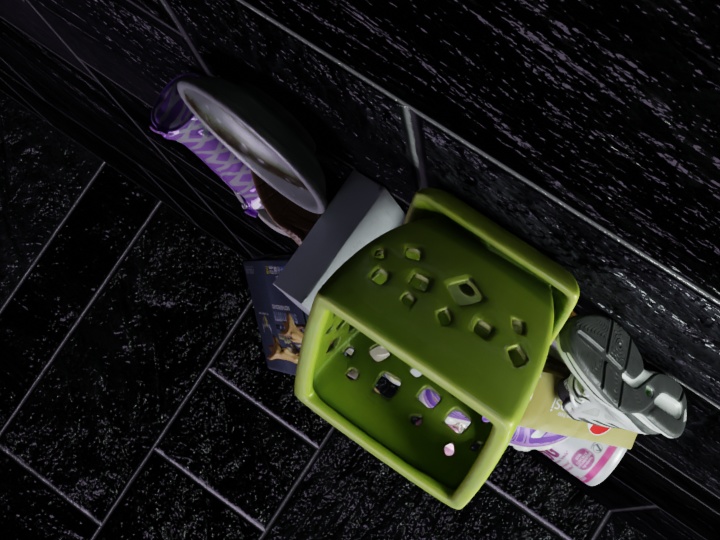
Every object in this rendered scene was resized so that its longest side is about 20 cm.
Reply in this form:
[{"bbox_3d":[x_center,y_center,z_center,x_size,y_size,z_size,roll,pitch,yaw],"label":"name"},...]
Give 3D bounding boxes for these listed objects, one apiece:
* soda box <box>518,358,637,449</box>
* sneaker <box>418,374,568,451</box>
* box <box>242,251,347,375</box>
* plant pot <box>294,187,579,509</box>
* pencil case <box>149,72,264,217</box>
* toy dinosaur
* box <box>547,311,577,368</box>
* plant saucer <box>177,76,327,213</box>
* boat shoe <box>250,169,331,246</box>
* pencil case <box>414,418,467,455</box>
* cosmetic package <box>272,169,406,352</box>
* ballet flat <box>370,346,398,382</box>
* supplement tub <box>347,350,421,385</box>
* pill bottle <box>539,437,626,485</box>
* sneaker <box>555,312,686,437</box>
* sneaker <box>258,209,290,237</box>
[{"bbox_3d":[0.222,0.139,1.252,0.198,0.065,0.068,15,-169,-37],"label":"soda box"},{"bbox_3d":[0.163,0.155,1.308,0.197,0.082,0.083,13,164,-15],"label":"sneaker"},{"bbox_3d":[-0.089,0.057,1.540,0.199,0.050,0.160,3,107,66],"label":"box"},{"bbox_3d":[0.073,0.060,1.035,0.199,0.182,0.200,33,149,10],"label":"plant pot"},{"bbox_3d":[-0.159,-0.145,1.347,0.084,0.086,0.200,34,173,43],"label":"pencil case"},{"bbox_3d":[-0.040,0.088,1.282,0.105,0.061,0.200,13,-169,-26],"label":"toy dinosaur"},{"bbox_3d":[0.168,0.036,1.187,0.118,0.042,0.200,29,168,44],"label":"box"},{"bbox_3d":[-0.100,-0.141,1.189,0.199,0.050,0.200,39,172,6],"label":"plant saucer"},{"bbox_3d":[-0.065,-0.070,1.352,0.201,0.072,0.072,53,-179,-14],"label":"boat shoe"},{"bbox_3d":[0.141,0.167,1.535,0.082,0.201,0.086,30,175,37],"label":"pencil case"},{"bbox_3d":[0.000,0.000,1.283,0.051,0.152,0.200,30,171,29],"label":"cosmetic package"},{"bbox_3d":[0.076,0.059,1.265,0.069,0.070,0.200,35,133,-6],"label":"ballet flat"},{"bbox_3d":[0.026,0.053,1.548,0.199,0.146,0.145,29,171,41],"label":"supplement tub"},{"bbox_3d":[0.234,0.163,1.418,0.199,0.114,0.113,35,174,5],"label":"pill bottle"},{"bbox_3d":[0.223,0.112,1.125,0.114,0.077,0.200,-10,143,44],"label":"sneaker"},{"bbox_3d":[-0.057,-0.055,1.510,0.199,0.075,0.085,31,168,28],"label":"sneaker"}]
